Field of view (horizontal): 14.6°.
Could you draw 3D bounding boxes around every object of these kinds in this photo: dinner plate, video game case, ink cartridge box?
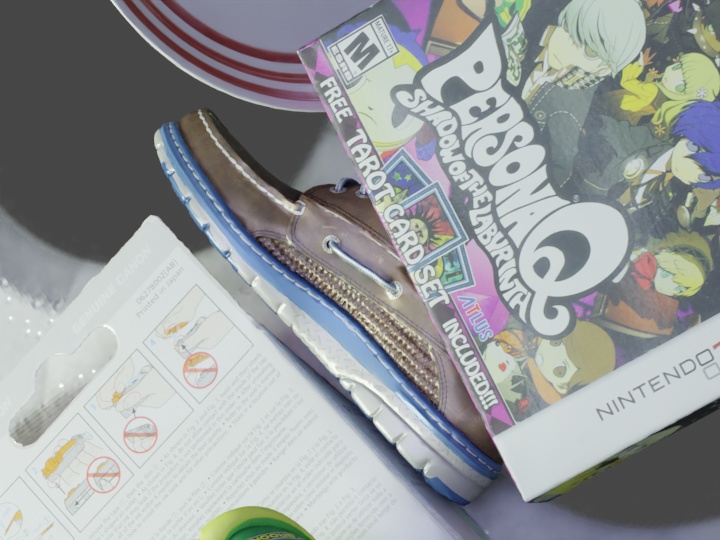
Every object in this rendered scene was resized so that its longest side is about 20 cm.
[{"bbox_3d":[-0.034,-0.158,1.137,0.024,0.200,0.201,-28,65,60],"label":"dinner plate"},{"bbox_3d":[0.097,-0.041,1.060,0.181,0.036,0.200,-29,80,16],"label":"video game case"},{"bbox_3d":[-0.066,0.103,1.151,0.161,0.050,0.200,-47,67,7],"label":"ink cartridge box"}]

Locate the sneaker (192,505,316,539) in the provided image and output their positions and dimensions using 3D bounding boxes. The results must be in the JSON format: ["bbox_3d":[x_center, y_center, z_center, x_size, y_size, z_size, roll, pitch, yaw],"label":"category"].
[{"bbox_3d":[0.014,0.168,1.057,0.200,0.084,0.074,35,98,-15],"label":"sneaker"}]

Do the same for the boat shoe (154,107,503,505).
[{"bbox_3d":[0.000,0.000,1.138,0.072,0.072,0.200,-43,79,3],"label":"boat shoe"}]
